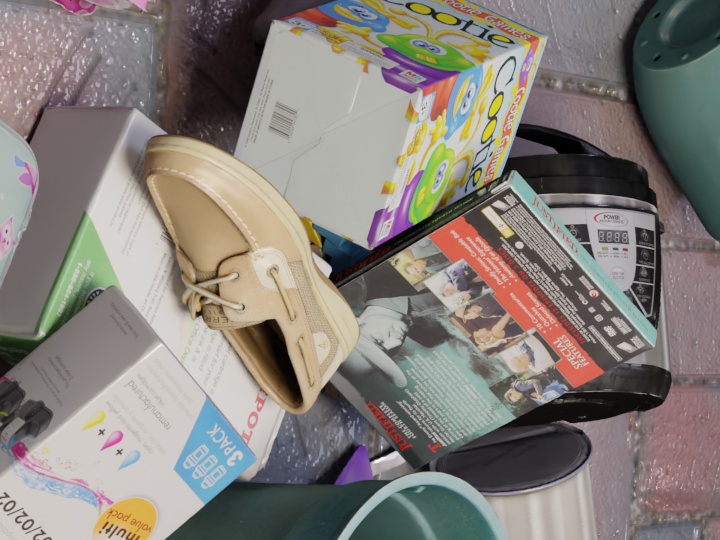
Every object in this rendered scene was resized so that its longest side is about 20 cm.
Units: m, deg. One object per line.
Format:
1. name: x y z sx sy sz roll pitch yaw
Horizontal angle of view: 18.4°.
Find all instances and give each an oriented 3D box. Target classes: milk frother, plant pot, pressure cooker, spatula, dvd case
1. milk frother: 0.126 0.230 1.516 0.180 0.199 0.190 -28 117 -41
2. plant pot: 0.303 -0.145 1.716 0.161 0.200 0.201 46 58 -27
3. pressure cooker: 0.118 -0.001 1.509 0.176 0.177 0.202 40 46 -72
4. spatula: 0.036 0.121 1.543 0.200 0.020 0.057 -39 127 -42
5. dvd case: 0.063 0.035 1.380 0.146 0.199 0.022 46 34 -20
6. plant pot: -0.041 0.209 1.327 0.199 0.195 0.202 -6 98 -50

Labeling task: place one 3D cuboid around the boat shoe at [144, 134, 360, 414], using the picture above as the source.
1. boat shoe: -0.065 0.004 1.247 0.200 0.071 0.065 53 55 -39

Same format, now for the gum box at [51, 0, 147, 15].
1. gum box: -0.182 -0.231 1.225 0.199 0.066 0.115 30 70 -47

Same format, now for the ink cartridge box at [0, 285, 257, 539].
1. ink cartridge box: -0.169 0.119 1.197 0.200 0.068 0.115 -40 133 -4

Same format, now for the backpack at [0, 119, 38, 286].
1. backpack: -0.264 -0.016 1.086 0.176 0.152 0.202 39 68 -50

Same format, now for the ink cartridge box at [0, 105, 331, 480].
1. ink cartridge box: -0.122 0.016 1.301 0.200 0.087 0.146 38 65 -42

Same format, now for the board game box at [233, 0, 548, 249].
1. board game box: 0.020 -0.101 1.350 0.200 0.102 0.106 -31 142 -60

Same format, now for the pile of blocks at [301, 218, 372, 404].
1. pile of blocks: 0.000 0.000 1.446 0.062 0.082 0.201 -41 122 -39

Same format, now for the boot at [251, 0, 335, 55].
1. boot: -0.030 -0.231 1.415 0.200 0.069 0.132 -52 127 -47
